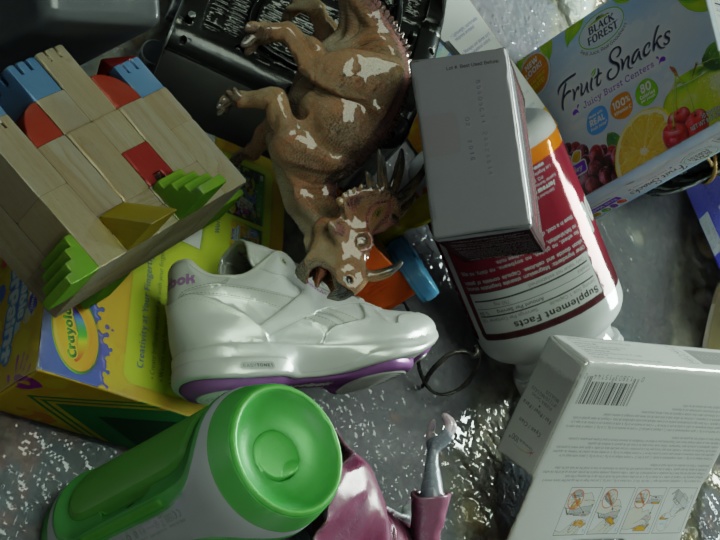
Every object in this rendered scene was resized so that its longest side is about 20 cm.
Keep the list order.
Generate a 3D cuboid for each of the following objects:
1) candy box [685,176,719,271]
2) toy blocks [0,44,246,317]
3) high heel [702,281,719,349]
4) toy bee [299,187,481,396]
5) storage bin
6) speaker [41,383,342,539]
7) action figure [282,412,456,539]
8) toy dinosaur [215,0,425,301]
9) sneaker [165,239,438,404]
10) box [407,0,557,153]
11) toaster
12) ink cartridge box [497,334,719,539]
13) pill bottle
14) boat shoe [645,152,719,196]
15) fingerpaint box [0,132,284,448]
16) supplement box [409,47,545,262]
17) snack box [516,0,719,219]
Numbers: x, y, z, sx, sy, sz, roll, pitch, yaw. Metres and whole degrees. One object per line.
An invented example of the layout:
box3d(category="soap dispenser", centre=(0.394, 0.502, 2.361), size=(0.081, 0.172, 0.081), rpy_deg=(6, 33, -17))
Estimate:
box3d(category="candy box", centre=(0.381, -0.001, 1.529), size=(0.200, 0.077, 0.169), rpy_deg=(31, 27, -25))
box3d(category="toy blocks", centre=(-0.161, -0.065, 1.032), size=(0.137, 0.100, 0.200), rpy_deg=(49, 35, 4))
box3d(category="high heel", centre=(0.347, 0.112, 1.506), size=(0.143, 0.071, 0.200), rpy_deg=(28, 42, -50))
box3d(category="toy bee", centre=(0.000, 0.000, 1.237), size=(0.131, 0.200, 0.109), rpy_deg=(-20, 50, -11))
box3d(category="storage bin", centre=(-0.209, -0.191, 1.086), size=(0.146, 0.200, 0.134), rpy_deg=(-2, 80, -41))
box3d(category="speaker", centre=(-0.098, 0.128, 1.006), size=(0.088, 0.200, 0.088), rpy_deg=(19, 58, -33))
box3d(category="action figure", centre=(0.005, 0.168, 1.107), size=(0.200, 0.134, 0.149), rpy_deg=(29, 34, -53))
box3d(category="toy dinosaur", centre=(-0.008, -0.093, 1.094), size=(0.136, 0.200, 0.086), rpy_deg=(23, 8, 11))
box3d(category="sneaker", centre=(-0.031, 0.026, 1.100), size=(0.200, 0.075, 0.100), rpy_deg=(-1, 71, -43))
box3d(category="box", centre=(0.057, -0.161, 1.398), size=(0.200, 0.041, 0.119), rpy_deg=(53, 46, -3))
box3d(category="toaster", centre=(-0.038, -0.156, 1.238), size=(0.200, 0.119, 0.181), rpy_deg=(24, 55, -12))
box3d(category="ink cartridge box", centre=(0.178, 0.137, 1.298), size=(0.200, 0.176, 0.045), rpy_deg=(7, 22, -43))
box3d(category="pill bottle", centre=(0.120, -0.007, 1.310), size=(0.113, 0.113, 0.200), rpy_deg=(-38, 110, -44))
box3d(category="boat shoe", centre=(0.289, -0.099, 1.476), size=(0.091, 0.200, 0.071), rpy_deg=(-60, 144, -35))
box3d(category="fingerpaint box", centre=(-0.136, 0.005, 1.124), size=(0.167, 0.073, 0.200), rpy_deg=(21, 56, -33))
box3d(category="supplement box", centre=(0.076, -0.067, 1.133), size=(0.200, 0.061, 0.109), rpy_deg=(24, 58, -80))
box3d(category="snack box", centre=(0.215, -0.140, 1.407), size=(0.053, 0.200, 0.142), rpy_deg=(8, 64, -37))
